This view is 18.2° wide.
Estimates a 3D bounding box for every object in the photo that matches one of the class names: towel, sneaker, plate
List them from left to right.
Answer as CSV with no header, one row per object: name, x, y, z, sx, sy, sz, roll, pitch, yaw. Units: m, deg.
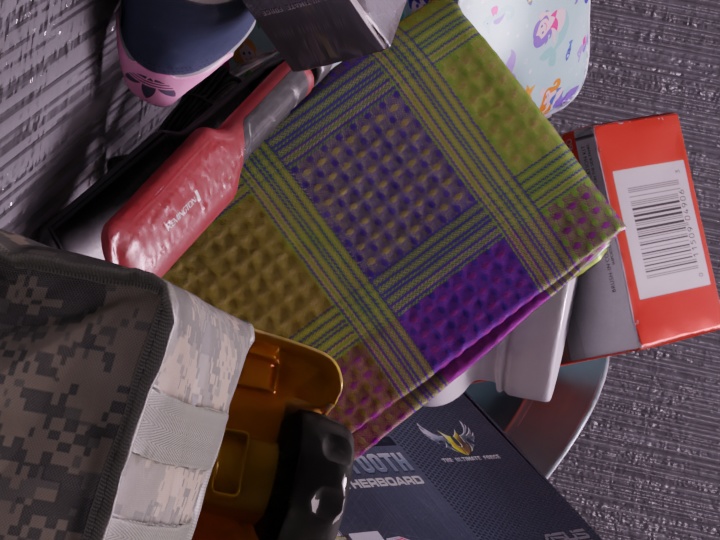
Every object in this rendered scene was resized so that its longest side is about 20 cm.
sneaker,-0.059,-0.144,0.967,0.082,0.070,0.200,-65,177,36
towel,-0.001,-0.010,0.978,0.200,0.144,0.023,-38,-176,-7
plate,0.057,0.098,1.240,0.200,0.026,0.200,-43,-165,14

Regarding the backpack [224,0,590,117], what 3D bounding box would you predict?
backpack,0.024,-0.141,1.143,0.200,0.150,0.178,-27,129,-40

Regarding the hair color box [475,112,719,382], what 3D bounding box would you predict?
hair color box,0.086,-0.004,1.153,0.200,0.064,0.111,-17,-96,55

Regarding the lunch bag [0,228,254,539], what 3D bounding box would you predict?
lunch bag,-0.115,0.091,0.685,0.164,0.117,0.201,48,60,-81

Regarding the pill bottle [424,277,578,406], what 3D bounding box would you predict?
pill bottle,0.000,0.000,1.055,0.112,0.199,0.113,11,90,-83

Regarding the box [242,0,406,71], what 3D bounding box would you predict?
box,-0.022,-0.204,0.890,0.159,0.048,0.201,53,40,-34

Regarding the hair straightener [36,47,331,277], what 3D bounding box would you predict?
hair straightener,-0.076,-0.057,0.934,0.200,0.077,0.041,-56,131,-40

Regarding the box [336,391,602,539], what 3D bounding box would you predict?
box,0.003,0.108,1.074,0.199,0.158,0.051,1,126,-45

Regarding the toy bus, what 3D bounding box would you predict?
toy bus,-0.088,0.132,0.933,0.192,0.135,0.201,122,-20,-74
